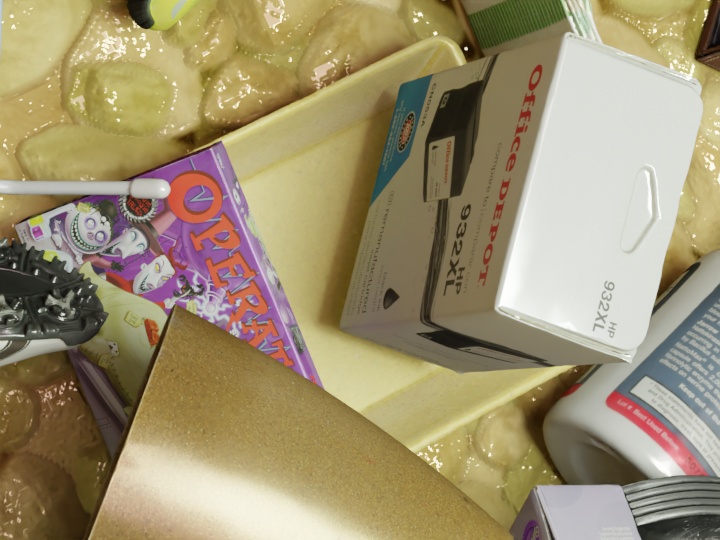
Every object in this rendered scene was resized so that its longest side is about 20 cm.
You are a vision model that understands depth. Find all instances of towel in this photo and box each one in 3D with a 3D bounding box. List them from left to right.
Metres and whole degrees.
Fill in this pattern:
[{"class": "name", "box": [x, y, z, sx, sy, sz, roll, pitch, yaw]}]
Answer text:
[{"class": "towel", "box": [0.087, -0.157, 1.478, 0.023, 0.152, 0.201, -25, 95, -17]}]

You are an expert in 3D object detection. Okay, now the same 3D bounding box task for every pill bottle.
[{"class": "pill bottle", "box": [0.210, 0.058, 1.532, 0.200, 0.120, 0.120, -43, 103, -19]}]

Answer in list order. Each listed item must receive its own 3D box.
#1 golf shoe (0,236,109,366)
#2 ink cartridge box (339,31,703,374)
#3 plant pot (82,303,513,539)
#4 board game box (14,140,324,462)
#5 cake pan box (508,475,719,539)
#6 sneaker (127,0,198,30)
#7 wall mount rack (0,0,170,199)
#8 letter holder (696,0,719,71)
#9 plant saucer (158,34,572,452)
[{"class": "golf shoe", "box": [-0.229, 0.038, 1.374, 0.199, 0.078, 0.095, -3, 129, -14]}, {"class": "ink cartridge box", "box": [0.077, -0.030, 1.387, 0.083, 0.200, 0.146, 19, 79, -21]}, {"class": "plant pot", "box": [-0.033, 0.140, 1.332, 0.199, 0.186, 0.187, 22, 78, -4]}, {"class": "board game box", "box": [-0.089, 0.046, 1.420, 0.120, 0.032, 0.201, -21, 96, 12]}, {"class": "cake pan box", "box": [0.148, 0.190, 1.465, 0.184, 0.200, 0.052, 0, 47, -23]}, {"class": "sneaker", "box": [-0.039, -0.186, 1.469, 0.200, 0.078, 0.090, -43, 109, -18]}, {"class": "wall mount rack", "box": [-0.186, -0.101, 1.394, 0.173, 0.075, 0.201, 3, 86, -14]}, {"class": "letter holder", "box": [0.324, -0.138, 1.581, 0.199, 0.142, 0.101, 23, 78, -19]}, {"class": "plant saucer", "box": [0.000, 0.000, 1.487, 0.200, 0.048, 0.201, -27, 97, -23]}]
